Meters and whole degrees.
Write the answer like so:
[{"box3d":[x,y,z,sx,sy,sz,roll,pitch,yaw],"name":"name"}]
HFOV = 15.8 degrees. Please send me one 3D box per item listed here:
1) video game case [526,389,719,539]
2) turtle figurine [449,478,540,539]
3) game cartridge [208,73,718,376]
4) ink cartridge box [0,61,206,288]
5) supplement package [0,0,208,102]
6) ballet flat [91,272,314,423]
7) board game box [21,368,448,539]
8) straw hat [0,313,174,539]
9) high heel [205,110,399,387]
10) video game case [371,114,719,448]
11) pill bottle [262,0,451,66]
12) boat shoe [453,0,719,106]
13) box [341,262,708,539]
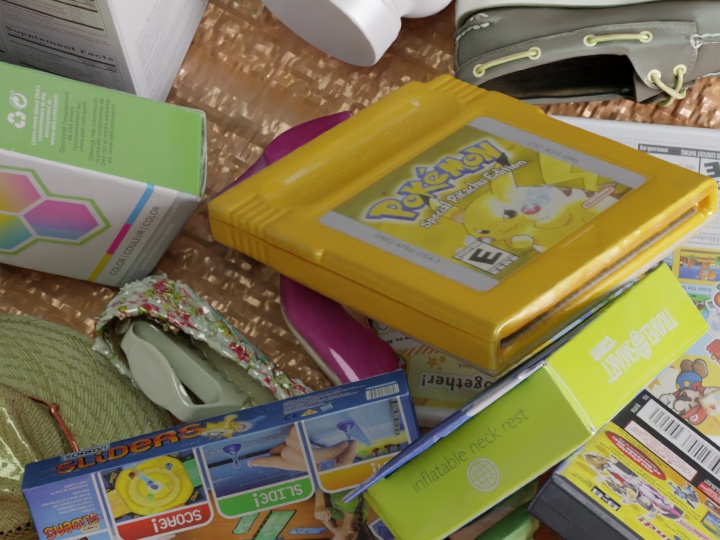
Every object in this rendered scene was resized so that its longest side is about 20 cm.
[{"box3d":[0.187,0.145,1.268,0.200,0.181,0.026,38,110,8],"name":"video game case"},{"box3d":[0.141,0.183,1.267,0.194,0.200,0.144,55,37,-6],"name":"turtle figurine"},{"box3d":[0.051,-0.032,1.326,0.200,0.033,0.176,26,45,36],"name":"game cartridge"},{"box3d":[-0.191,-0.056,1.363,0.200,0.104,0.059,13,56,-20],"name":"ink cartridge box"},{"box3d":[-0.165,-0.200,1.406,0.150,0.200,0.152,18,71,10],"name":"supplement package"},{"box3d":[-0.066,0.077,1.364,0.200,0.064,0.076,36,117,21],"name":"ballet flat"},{"box3d":[-0.057,0.139,1.316,0.199,0.034,0.136,-14,110,1],"name":"board game box"},{"box3d":[-0.196,0.100,1.359,0.200,0.085,0.202,-1,69,3],"name":"straw hat"},{"box3d":[0.000,0.000,1.383,0.096,0.067,0.200,-36,49,0],"name":"high heel"},{"box3d":[0.110,0.003,1.410,0.199,0.023,0.182,6,70,5],"name":"video game case"},{"box3d":[0.031,-0.216,1.448,0.113,0.113,0.200,32,75,14],"name":"pill bottle"},{"box3d":[0.151,-0.119,1.427,0.201,0.072,0.060,1,69,9],"name":"boat shoe"},{"box3d":[0.084,0.068,1.256,0.122,0.200,0.048,-38,87,29],"name":"box"}]
